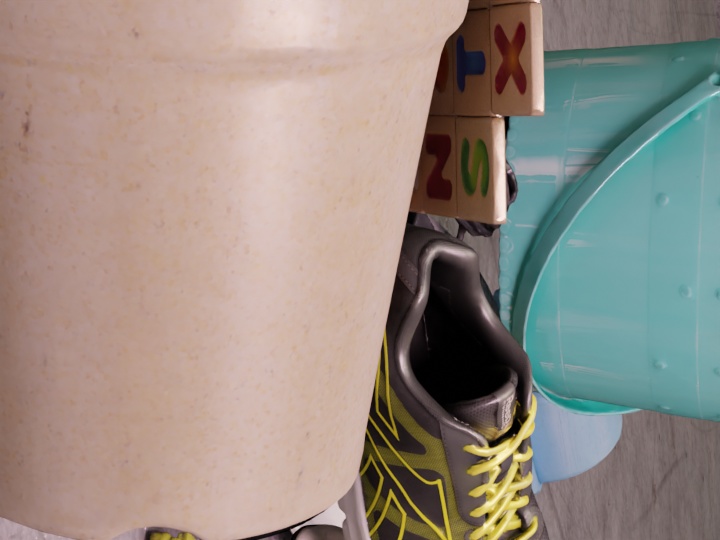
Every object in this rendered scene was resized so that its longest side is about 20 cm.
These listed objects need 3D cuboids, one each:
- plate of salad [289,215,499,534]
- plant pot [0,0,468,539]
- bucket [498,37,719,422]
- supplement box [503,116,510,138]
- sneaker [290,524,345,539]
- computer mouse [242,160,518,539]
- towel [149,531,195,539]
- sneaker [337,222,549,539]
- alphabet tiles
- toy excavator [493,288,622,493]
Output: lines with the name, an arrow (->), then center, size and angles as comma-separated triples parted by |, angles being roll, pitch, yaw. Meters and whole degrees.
plate of salad -> 0.024, 0.064, 1.051 | 0.199, 0.048, 0.202 | 11, 76, -47
plant pot -> -0.062, -0.026, 0.653 | 0.200, 0.199, 0.185 | -47, 142, -70
bucket -> 0.150, -0.021, 1.104 | 0.207, 0.134, 0.209 | 3, 90, -76
supplement box -> 0.022, -0.091, 1.081 | 0.200, 0.108, 0.061 | -40, 126, -70
sneaker -> -0.030, 0.171, 0.810 | 0.200, 0.075, 0.077 | -90, -175, -63
computer mouse -> -0.013, 0.019, 0.862 | 0.138, 0.053, 0.201 | 29, 84, -33
towel -> -0.071, 0.208, 0.831 | 0.086, 0.018, 0.201 | 60, 30, -57
sneaker -> 0.033, 0.071, 0.816 | 0.074, 0.084, 0.201 | -37, 110, -31
alphabet tiles -> 0.020, -0.103, 0.729 | 0.200, 0.006, 0.168 | -166, -107, -72
toy excavator -> 0.133, 0.055, 1.275 | 0.195, 0.198, 0.100 | -75, 156, -50
